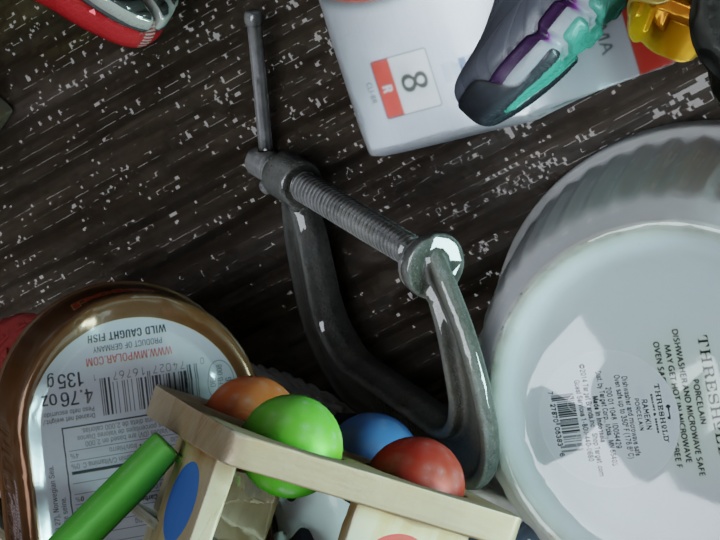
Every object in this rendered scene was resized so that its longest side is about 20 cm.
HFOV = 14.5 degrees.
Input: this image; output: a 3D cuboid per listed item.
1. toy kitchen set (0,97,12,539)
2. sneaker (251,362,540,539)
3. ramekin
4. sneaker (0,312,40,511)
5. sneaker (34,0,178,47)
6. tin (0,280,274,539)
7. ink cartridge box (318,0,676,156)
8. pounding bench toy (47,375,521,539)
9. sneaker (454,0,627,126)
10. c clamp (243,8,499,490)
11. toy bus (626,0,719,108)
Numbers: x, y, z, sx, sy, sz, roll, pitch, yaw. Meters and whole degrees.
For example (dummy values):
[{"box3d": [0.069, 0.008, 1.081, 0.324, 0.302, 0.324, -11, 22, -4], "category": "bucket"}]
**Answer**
[{"box3d": [-0.187, 0.050, 1.254, 0.200, 0.163, 0.180, 40, 113, 5], "category": "toy kitchen set"}, {"box3d": [-0.023, 0.125, 1.263, 0.199, 0.079, 0.130, 19, 101, 2], "category": "sneaker"}, {"box3d": [0.142, 0.044, 1.173, 0.200, 0.105, 0.200, 5, 106, 17], "category": "ramekin"}, {"box3d": [-0.113, 0.108, 1.244, 0.078, 0.082, 0.200, -32, 106, -15], "category": "sneaker"}, {"box3d": [-0.168, -0.145, 1.254, 0.200, 0.077, 0.085, 30, 123, 16], "category": "sneaker"}, {"box3d": [-0.093, 0.105, 1.187, 0.112, 0.042, 0.200, -8, 99, -14], "category": "tin"}, {"box3d": [0.074, -0.147, 1.176, 0.200, 0.050, 0.162, -13, 100, 24], "category": "ink cartridge box"}, {"box3d": [-0.063, 0.117, 1.114, 0.200, 0.124, 0.156, 18, 91, -20], "category": "pounding bench toy"}, {"box3d": [0.088, -0.154, 1.134, 0.088, 0.074, 0.200, 39, 90, 6], "category": "sneaker"}, {"box3d": [0.000, 0.000, 1.193, 0.200, 0.027, 0.171, 38, 141, 52], "category": "c clamp"}, {"box3d": [0.225, -0.130, 1.091, 0.200, 0.136, 0.192, 21, 89, 13], "category": "toy bus"}]
